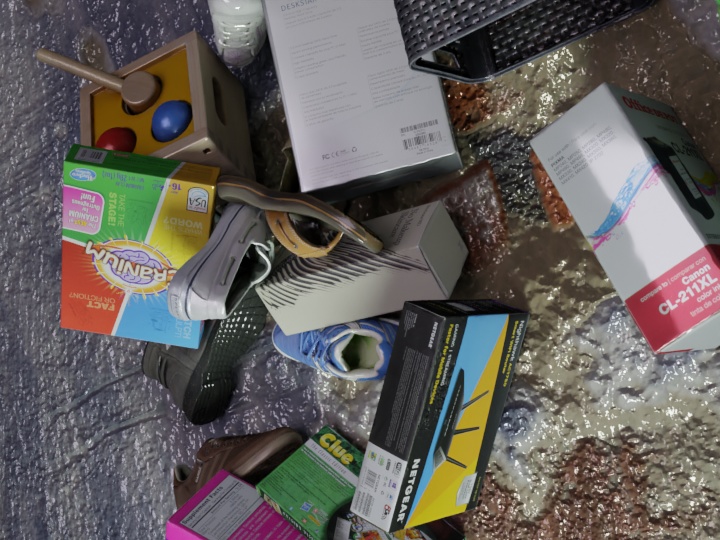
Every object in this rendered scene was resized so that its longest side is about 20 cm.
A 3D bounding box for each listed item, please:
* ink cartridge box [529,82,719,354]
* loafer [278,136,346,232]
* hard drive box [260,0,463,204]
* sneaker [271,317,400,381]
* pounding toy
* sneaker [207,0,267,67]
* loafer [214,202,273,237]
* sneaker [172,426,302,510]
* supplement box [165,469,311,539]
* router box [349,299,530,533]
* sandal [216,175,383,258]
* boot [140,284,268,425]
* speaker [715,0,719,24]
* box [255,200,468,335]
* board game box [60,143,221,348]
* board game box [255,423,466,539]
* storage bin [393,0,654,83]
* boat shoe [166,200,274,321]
[{"bbox_3d":[0.241,-0.041,0.911,0.083,0.145,0.201,-38,68,29],"label":"ink cartridge box"},{"bbox_3d":[-0.037,-0.134,1.176,0.076,0.067,0.202,17,101,36],"label":"loafer"},{"bbox_3d":[0.002,-0.182,1.103,0.154,0.077,0.202,-13,81,8],"label":"hard drive box"},{"bbox_3d":[-0.020,0.070,1.157,0.199,0.077,0.077,3,93,39],"label":"sneaker"},{"bbox_3d":[-0.234,-0.165,1.226,0.183,0.142,0.202,-23,54,16],"label":"pounding toy"},{"bbox_3d":[-0.120,-0.263,1.191,0.074,0.200,0.101,3,101,-2],"label":"sneaker"},{"bbox_3d":[-0.159,-0.103,1.272,0.200,0.072,0.063,41,107,33],"label":"loafer"},{"bbox_3d":[-0.147,0.212,1.260,0.200,0.070,0.076,-40,66,30],"label":"sneaker"},{"bbox_3d":[-0.094,0.306,1.156,0.199,0.103,0.102,24,124,22],"label":"supplement box"},{"bbox_3d":[0.075,0.127,1.038,0.051,0.148,0.202,22,104,36],"label":"router box"},{"bbox_3d":[-0.062,-0.043,1.077,0.199,0.082,0.055,19,87,29],"label":"sandal"},{"bbox_3d":[-0.188,0.064,1.296,0.130,0.067,0.201,39,112,34],"label":"boot"},{"bbox_3d":[0.329,-0.153,0.882,0.088,0.088,0.202,-13,82,37],"label":"speaker"},{"bbox_3d":[0.000,0.000,1.119,0.198,0.082,0.069,-15,120,32],"label":"box"},{"bbox_3d":[-0.229,-0.021,1.171,0.151,0.040,0.202,9,122,-2],"label":"board game box"},{"bbox_3d":[-0.002,0.244,1.134,0.199,0.105,0.024,35,151,33],"label":"board game box"},{"bbox_3d":[0.138,-0.250,0.997,0.199,0.135,0.095,-21,77,36],"label":"storage bin"},{"bbox_3d":[-0.117,-0.010,1.132,0.066,0.201,0.074,12,132,18],"label":"boat shoe"}]
